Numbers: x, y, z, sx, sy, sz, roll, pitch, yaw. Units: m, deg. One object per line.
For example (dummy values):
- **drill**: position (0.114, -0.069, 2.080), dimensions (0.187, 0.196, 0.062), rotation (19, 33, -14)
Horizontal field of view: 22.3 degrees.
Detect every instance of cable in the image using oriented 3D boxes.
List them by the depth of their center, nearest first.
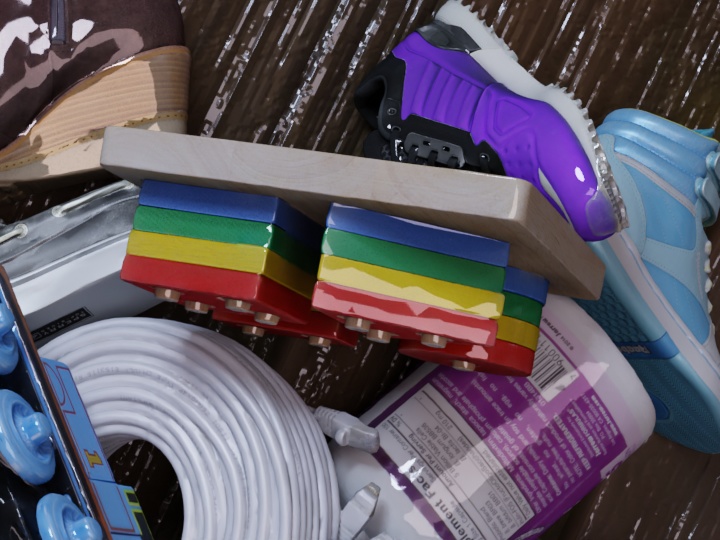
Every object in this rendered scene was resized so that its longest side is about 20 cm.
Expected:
- **cable**: position (-0.109, 0.125, 0.912), dimensions (0.199, 0.069, 0.201), rotation (29, 92, 21)

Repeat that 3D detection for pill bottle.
- **pill bottle**: position (0.050, 0.105, 0.968), dimensions (0.200, 0.112, 0.113), rotation (-40, 100, -7)

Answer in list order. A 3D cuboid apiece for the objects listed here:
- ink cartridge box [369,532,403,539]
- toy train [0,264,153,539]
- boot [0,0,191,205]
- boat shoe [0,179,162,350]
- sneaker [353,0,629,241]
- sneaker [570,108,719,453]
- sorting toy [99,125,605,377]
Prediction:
- **ink cartridge box**: position (-0.021, 0.225, 0.802), dimensions (0.199, 0.085, 0.146), rotation (-26, 55, -33)
- **toy train**: position (-0.161, 0.093, 0.839), dimensions (0.086, 0.114, 0.201), rotation (-29, 72, 10)
- **boot**: position (-0.189, -0.122, 0.938), dimensions (0.198, 0.072, 0.168), rotation (-9, 83, -10)
- **boat shoe**: position (-0.183, 0.009, 0.941), dimensions (0.198, 0.071, 0.064), rotation (-21, 65, -2)
- **sneaker**: position (0.057, -0.058, 0.931), dimensions (0.099, 0.200, 0.070), rotation (-32, 129, -5)
- **sneaker**: position (0.177, -0.003, 1.010), dimensions (0.131, 0.079, 0.201), rotation (-52, 124, -26)
- **sorting toy**: position (0.000, 0.000, 0.867), dimensions (0.197, 0.200, 0.070), rotation (9, 82, 19)
